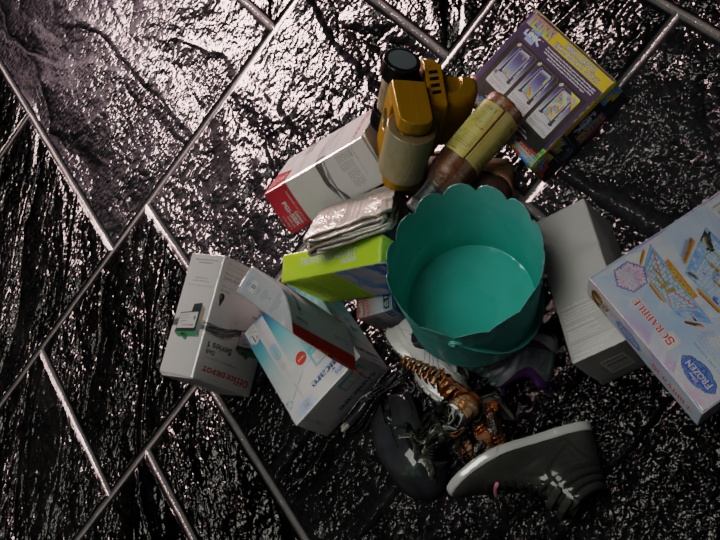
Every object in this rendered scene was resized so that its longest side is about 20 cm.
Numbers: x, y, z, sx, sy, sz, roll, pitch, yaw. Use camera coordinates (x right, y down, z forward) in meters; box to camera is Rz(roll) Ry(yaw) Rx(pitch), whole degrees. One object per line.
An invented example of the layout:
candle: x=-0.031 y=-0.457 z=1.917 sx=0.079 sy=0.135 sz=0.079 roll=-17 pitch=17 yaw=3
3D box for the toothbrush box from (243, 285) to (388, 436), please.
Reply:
toothbrush box: x=-0.071 y=0.125 z=1.483 sx=0.147 sy=0.085 sz=0.201 roll=-46 pitch=52 yaw=13

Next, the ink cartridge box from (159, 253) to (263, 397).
ink cartridge box: x=-0.227 y=0.092 z=1.580 sx=0.083 sy=0.145 sz=0.204 roll=4 pitch=75 yaw=37

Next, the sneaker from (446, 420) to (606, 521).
sneaker: x=0.208 y=0.261 z=1.176 sx=0.197 sy=0.071 sz=0.100 roll=-18 pitch=59 yaw=-6

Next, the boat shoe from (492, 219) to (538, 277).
boat shoe: x=0.183 y=0.016 z=1.335 sx=0.199 sy=0.073 sz=0.075 roll=-38 pitch=56 yaw=13

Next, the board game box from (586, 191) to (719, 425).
board game box: x=0.396 y=0.038 z=1.103 sx=0.197 sy=0.041 sz=0.201 roll=-31 pitch=61 yaw=-8

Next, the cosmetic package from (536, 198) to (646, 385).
cosmetic package: x=0.293 y=0.025 z=1.222 sx=0.089 sy=0.106 sz=0.203 roll=-29 pitch=55 yaw=25

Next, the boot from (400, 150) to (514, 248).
boot: x=0.118 y=-0.098 z=1.393 sx=0.197 sy=0.073 sz=0.168 roll=-2 pitch=41 yaw=30

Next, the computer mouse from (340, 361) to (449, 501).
computer mouse: x=0.050 y=0.233 z=1.364 sx=0.139 sy=0.052 sz=0.201 roll=-46 pitch=50 yaw=13

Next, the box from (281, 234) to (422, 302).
box: x=0.000 y=0.000 z=1.368 sx=0.197 sy=0.121 sz=0.049 roll=-10 pitch=68 yaw=35

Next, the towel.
towel: x=-0.009 y=-0.077 z=1.375 sx=0.130 sy=0.200 sz=0.035 roll=-18 pitch=104 yaw=9

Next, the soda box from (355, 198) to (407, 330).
soda box: x=0.034 y=-0.019 z=1.472 sx=0.067 sy=0.063 sz=0.204 roll=-17 pitch=63 yaw=31

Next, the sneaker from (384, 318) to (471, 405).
sneaker: x=0.111 y=0.125 z=1.350 sx=0.087 sy=0.074 sz=0.201 roll=-44 pitch=52 yaw=7

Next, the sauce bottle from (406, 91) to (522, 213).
sauce bottle: x=0.140 y=-0.156 z=1.345 sx=0.200 sy=0.066 sz=0.066 roll=-47 pitch=49 yaw=-3

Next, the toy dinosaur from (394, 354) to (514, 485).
toy dinosaur: x=0.120 y=0.195 z=1.256 sx=0.135 sy=0.102 sz=0.201 roll=-40 pitch=74 yaw=1

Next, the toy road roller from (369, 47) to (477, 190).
toy road roller: x=0.097 y=-0.216 z=1.384 sx=0.124 sy=0.143 sz=0.203 roll=104 pitch=166 yaw=-48

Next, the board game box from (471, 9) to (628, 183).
board game box: x=0.259 y=-0.252 z=1.395 sx=0.165 sy=0.056 sz=0.201 roll=-44 pitch=50 yaw=13

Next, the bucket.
bucket: x=0.136 y=0.014 z=1.211 sx=0.203 sy=0.135 sz=0.211 roll=-5 pitch=63 yaw=10

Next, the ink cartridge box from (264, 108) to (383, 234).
ink cartridge box: x=-0.036 y=-0.160 z=1.529 sx=0.198 sy=0.083 sz=0.147 roll=-27 pitch=19 yaw=28

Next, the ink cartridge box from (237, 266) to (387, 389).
ink cartridge box: x=-0.057 y=0.079 z=1.332 sx=0.199 sy=0.160 sz=0.048 roll=31 pitch=87 yaw=39

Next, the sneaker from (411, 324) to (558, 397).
sneaker: x=0.160 y=0.120 z=1.282 sx=0.196 sy=0.074 sz=0.089 roll=3 pitch=82 yaw=16
